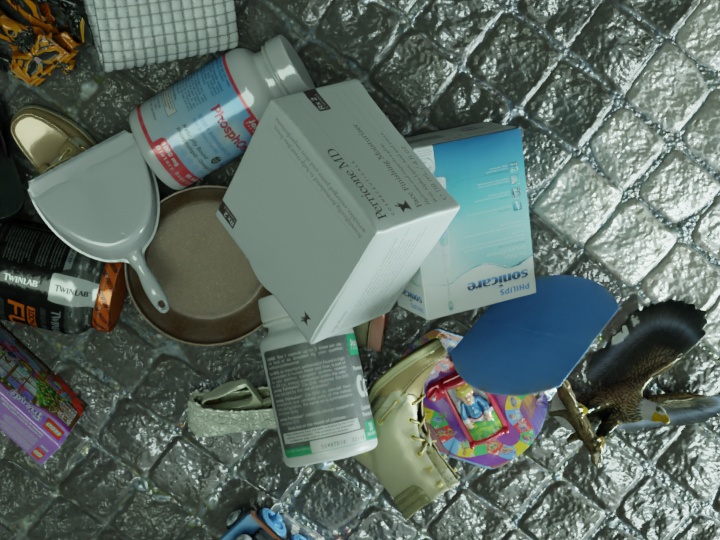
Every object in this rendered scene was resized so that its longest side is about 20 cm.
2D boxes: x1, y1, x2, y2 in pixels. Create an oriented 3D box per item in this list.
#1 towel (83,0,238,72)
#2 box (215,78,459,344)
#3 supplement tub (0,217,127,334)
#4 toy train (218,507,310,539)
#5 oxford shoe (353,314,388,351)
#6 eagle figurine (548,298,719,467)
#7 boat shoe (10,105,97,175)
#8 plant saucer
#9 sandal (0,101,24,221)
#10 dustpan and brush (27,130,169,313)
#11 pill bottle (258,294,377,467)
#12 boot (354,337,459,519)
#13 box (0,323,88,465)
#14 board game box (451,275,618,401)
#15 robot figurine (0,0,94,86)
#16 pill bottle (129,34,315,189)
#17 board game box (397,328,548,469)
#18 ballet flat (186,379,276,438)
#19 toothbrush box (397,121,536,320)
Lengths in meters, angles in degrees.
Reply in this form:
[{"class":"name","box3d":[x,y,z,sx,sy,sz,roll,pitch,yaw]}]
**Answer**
[{"class":"towel","box3d":[-0.232,-0.333,1.415,0.165,0.086,0.200,-12,106,-11]},{"class":"box","box3d":[-0.031,-0.065,1.397,0.199,0.131,0.200,52,138,19]},{"class":"supplement tub","box3d":[-0.383,0.006,1.512,0.200,0.123,0.123,13,105,0]},{"class":"toy train","box3d":[-0.096,0.386,1.606,0.087,0.114,0.200,-43,100,12]},{"class":"oxford shoe","box3d":[0.000,0.000,1.521,0.074,0.071,0.200,6,104,7]},{"class":"eagle figurine","box3d":[0.338,0.148,1.532,0.200,0.151,0.152,-31,148,-19]},{"class":"boat shoe","box3d":[-0.336,-0.116,1.503,0.200,0.069,0.074,42,103,-8]},{"class":"plant saucer","box3d":[-0.182,-0.008,1.528,0.200,0.037,0.201,-3,107,-11]},{"class":"sandal","box3d":[-0.441,-0.156,1.479,0.075,0.048,0.201,-22,81,-16]},{"class":"dustpan and brush","box3d":[-0.274,-0.041,1.460,0.139,0.057,0.200,-30,85,-9]},{"class":"pill bottle","box3d":[-0.054,0.121,1.489,0.113,0.113,0.200,-13,86,6]},{"class":"boot","box3d":[0.072,0.192,1.529,0.155,0.073,0.200,49,118,13]},{"class":"box","box3d":[-0.429,0.132,1.541,0.039,0.137,0.200,-43,100,13]},{"class":"board game box","box3d":[0.205,0.085,1.480,0.158,0.200,0.039,12,138,42]},{"class":"robot figurine","box3d":[-0.401,-0.292,1.439,0.145,0.058,0.200,-30,118,29]},{"class":"pill bottle","box3d":[-0.155,-0.185,1.456,0.200,0.109,0.109,-29,102,10]},{"class":"board game box","box3d":[0.133,0.168,1.573,0.200,0.039,0.158,18,105,-2]},{"class":"ballet flat","box3d":[-0.121,0.162,1.565,0.200,0.072,0.072,-11,104,4]},{"class":"toothbrush box","box3d":[0.113,-0.059,1.465,0.146,0.085,0.200,-14,105,-20]}]
